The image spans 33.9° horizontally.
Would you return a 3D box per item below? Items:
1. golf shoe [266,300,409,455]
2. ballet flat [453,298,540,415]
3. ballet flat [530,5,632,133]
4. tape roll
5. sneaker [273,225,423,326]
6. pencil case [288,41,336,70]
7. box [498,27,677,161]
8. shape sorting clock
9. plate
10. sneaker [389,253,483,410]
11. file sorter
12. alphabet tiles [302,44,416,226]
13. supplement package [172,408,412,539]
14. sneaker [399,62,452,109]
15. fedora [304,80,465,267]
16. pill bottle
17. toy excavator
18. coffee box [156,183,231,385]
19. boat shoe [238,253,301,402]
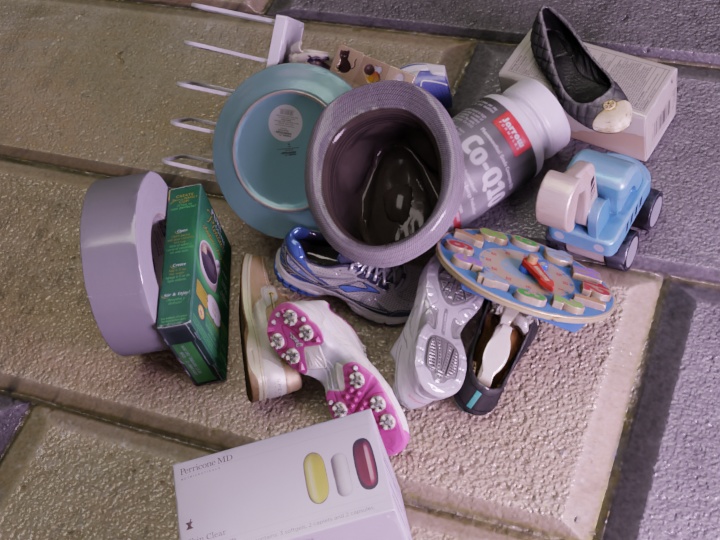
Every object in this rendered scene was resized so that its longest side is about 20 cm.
[{"bbox_3d":[-0.010,0.105,1.259,0.200,0.075,0.091,50,29,10],"label":"golf shoe"},{"bbox_3d":[0.158,0.064,1.263,0.067,0.069,0.201,23,60,0],"label":"ballet flat"},{"bbox_3d":[0.251,-0.231,1.378,0.066,0.057,0.201,-27,53,-4],"label":"ballet flat"},{"bbox_3d":[-0.250,-0.007,1.335,0.065,0.201,0.202,-8,51,6],"label":"tape roll"},{"bbox_3d":[0.000,0.000,1.324,0.197,0.086,0.078,13,54,0],"label":"sneaker"},{"bbox_3d":[-0.064,-0.164,1.403,0.077,0.089,0.203,15,97,45],"label":"pencil case"},{"bbox_3d":[0.278,-0.218,1.448,0.198,0.078,0.095,24,62,28],"label":"box"},{"bbox_3d":[0.175,0.001,1.246,0.198,0.040,0.200,19,22,-8],"label":"shape sorting clock"},{"bbox_3d":[-0.079,-0.135,1.343,0.197,0.026,0.203,1,95,14],"label":"plate"},{"bbox_3d":[0.071,0.062,1.275,0.077,0.099,0.201,33,49,-15],"label":"sneaker"},{"bbox_3d":[-0.155,-0.216,1.435,0.123,0.139,0.203,13,99,3],"label":"file sorter"},{"bbox_3d":[-0.017,-0.145,1.347,0.165,0.006,0.202,24,98,16],"label":"alphabet tiles"},{"bbox_3d":[-0.059,0.241,1.123,0.198,0.157,0.112,-16,50,1],"label":"supplement package"},{"bbox_3d":[0.021,-0.185,1.494,0.197,0.081,0.116,-8,54,17],"label":"sneaker"},{"bbox_3d":[0.033,-0.093,1.272,0.175,0.090,0.202,-18,69,12],"label":"fedora"},{"bbox_3d":[0.143,-0.135,1.394,0.199,0.114,0.114,-35,53,-14],"label":"pill bottle"},{"bbox_3d":[0.245,-0.080,1.270,0.099,0.201,0.195,20,59,27],"label":"toy excavator"},{"bbox_3d":[-0.188,0.015,1.356,0.043,0.123,0.202,-10,52,10],"label":"coffee box"},{"bbox_3d":[-0.103,0.063,1.336,0.065,0.074,0.202,-3,50,-8],"label":"boat shoe"}]
